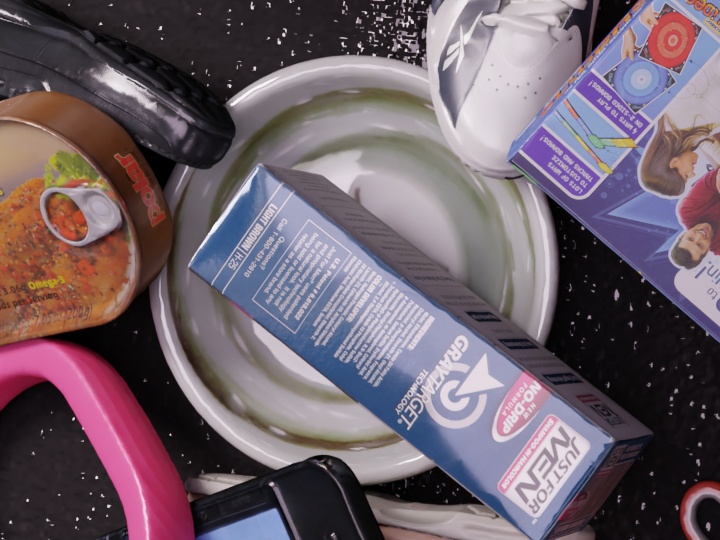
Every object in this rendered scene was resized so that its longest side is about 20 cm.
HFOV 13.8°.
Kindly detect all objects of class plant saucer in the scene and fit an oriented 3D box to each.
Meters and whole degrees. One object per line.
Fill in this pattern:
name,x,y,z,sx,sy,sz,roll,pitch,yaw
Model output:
plant saucer,0.000,0.000,1.405,0.199,0.050,0.201,0,89,15

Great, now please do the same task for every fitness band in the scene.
fitness band,-0.147,0.121,1.412,0.144,0.037,0.200,-55,47,23

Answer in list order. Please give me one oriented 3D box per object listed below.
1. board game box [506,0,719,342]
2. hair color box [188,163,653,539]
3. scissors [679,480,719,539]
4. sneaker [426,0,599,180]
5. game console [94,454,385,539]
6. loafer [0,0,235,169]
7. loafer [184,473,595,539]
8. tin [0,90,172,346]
board game box,0.182,-0.036,1.299,0.200,0.034,0.135,41,107,-6
hair color box,0.028,0.036,1.319,0.200,0.100,0.061,38,99,13
scissors,0.240,0.146,1.356,0.200,0.014,0.073,35,96,13
sneaker,0.084,-0.147,1.321,0.079,0.130,0.200,20,77,0
game console,-0.069,0.199,1.341,0.200,0.116,0.176,-23,91,46
loafer,-0.140,-0.083,1.420,0.200,0.068,0.071,26,97,36
loafer,0.009,0.135,1.388,0.199,0.072,0.063,6,91,17
tin,-0.171,-0.024,1.412,0.199,0.042,0.112,-11,117,42
